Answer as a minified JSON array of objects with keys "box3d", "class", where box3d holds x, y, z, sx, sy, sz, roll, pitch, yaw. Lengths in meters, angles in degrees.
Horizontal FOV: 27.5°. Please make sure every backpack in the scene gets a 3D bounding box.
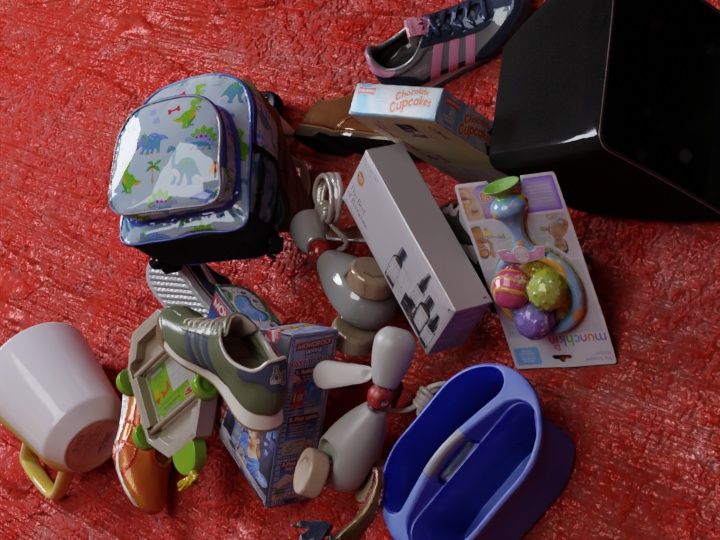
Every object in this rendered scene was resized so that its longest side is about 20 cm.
[{"box3d":[-0.183,-0.120,1.651,0.182,0.147,0.202,-8,65,21],"class":"backpack"}]

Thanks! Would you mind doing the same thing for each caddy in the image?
[{"box3d":[0.106,0.185,1.400,0.200,0.105,0.141,-52,45,10],"class":"caddy"}]

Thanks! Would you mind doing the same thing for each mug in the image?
[{"box3d":[-0.362,0.179,1.815,0.149,0.187,0.153,-34,53,-19],"class":"mug"}]

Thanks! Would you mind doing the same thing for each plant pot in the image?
[{"box3d":[0.235,-0.157,1.399,0.177,0.199,0.202,-12,63,49],"class":"plant pot"}]

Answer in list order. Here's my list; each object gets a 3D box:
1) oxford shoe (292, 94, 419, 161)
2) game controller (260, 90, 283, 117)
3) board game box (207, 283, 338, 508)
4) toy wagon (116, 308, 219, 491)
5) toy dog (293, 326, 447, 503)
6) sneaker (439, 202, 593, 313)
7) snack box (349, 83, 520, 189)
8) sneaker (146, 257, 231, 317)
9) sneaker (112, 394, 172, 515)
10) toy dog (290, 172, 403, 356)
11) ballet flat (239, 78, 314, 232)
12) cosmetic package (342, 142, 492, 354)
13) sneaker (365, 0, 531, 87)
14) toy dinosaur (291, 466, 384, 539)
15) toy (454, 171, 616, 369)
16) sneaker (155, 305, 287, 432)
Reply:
[{"box3d":[0.002,-0.169,1.682,0.199,0.071,0.072,16,78,45],"class":"oxford shoe"},{"box3d":[-0.155,-0.127,1.818,0.104,0.042,0.201,8,75,43],"class":"game controller"},{"box3d":[-0.098,0.111,1.577,0.200,0.061,0.201,50,133,38],"class":"board game box"},{"box3d":[-0.208,0.148,1.642,0.155,0.039,0.201,-40,63,44],"class":"toy wagon"},{"box3d":[0.001,0.147,1.508,0.200,0.132,0.096,-50,26,5],"class":"toy dog"},{"box3d":[0.136,-0.006,1.488,0.199,0.066,0.091,25,86,40],"class":"sneaker"},{"box3d":[0.094,-0.134,1.493,0.116,0.199,0.037,10,79,42],"class":"snack box"},{"box3d":[-0.171,0.061,1.728,0.078,0.079,0.201,-38,75,29],"class":"sneaker"},{"box3d":[-0.243,0.187,1.727,0.077,0.073,0.201,-23,57,33],"class":"sneaker"},{"box3d":[0.000,0.000,1.588,0.132,0.096,0.201,-53,43,45],"class":"toy dog"},{"box3d":[-0.100,-0.135,1.742,0.068,0.072,0.201,-41,62,40],"class":"ballet flat"},{"box3d":[0.053,-0.023,1.473,0.201,0.050,0.083,62,145,25],"class":"cosmetic package"},{"box3d":[0.095,-0.262,1.634,0.199,0.082,0.071,-32,52,26],"class":"sneaker"},{"box3d":[-0.029,0.322,1.452,0.199,0.182,0.105,-35,63,-18],"class":"toy dinosaur"},{"box3d":[0.158,0.010,1.392,0.115,0.047,0.201,-6,110,39],"class":"toy"},{"box3d":[-0.138,0.074,1.516,0.200,0.067,0.090,41,131,35],"class":"sneaker"}]
